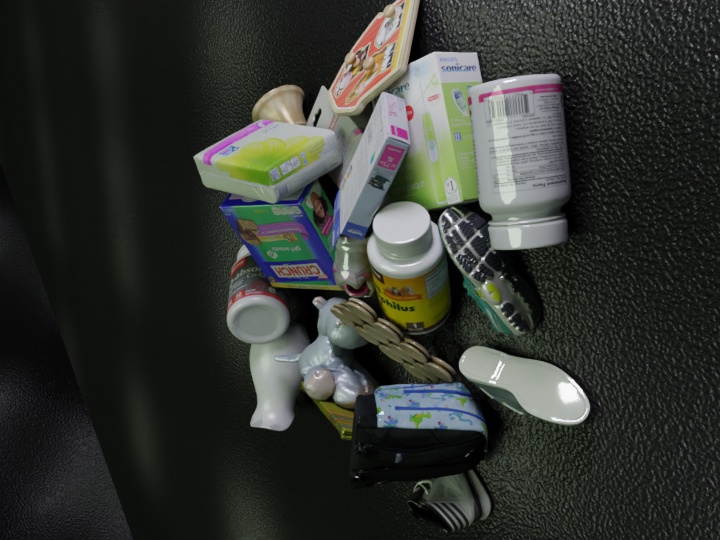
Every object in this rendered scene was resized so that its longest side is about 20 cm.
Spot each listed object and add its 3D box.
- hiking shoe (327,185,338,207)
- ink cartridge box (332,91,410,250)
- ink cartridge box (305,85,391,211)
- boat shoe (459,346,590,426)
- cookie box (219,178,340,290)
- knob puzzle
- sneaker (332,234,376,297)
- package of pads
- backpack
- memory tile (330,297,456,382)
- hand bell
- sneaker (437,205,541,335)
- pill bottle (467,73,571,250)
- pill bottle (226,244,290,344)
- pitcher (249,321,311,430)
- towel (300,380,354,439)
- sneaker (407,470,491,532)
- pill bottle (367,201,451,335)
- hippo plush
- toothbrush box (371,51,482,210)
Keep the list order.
[{"bbox_3d":[-0.110,-0.115,1.344,0.200,0.076,0.101,-38,68,47],"label":"hiking shoe"},{"bbox_3d":[0.011,-0.131,1.019,0.119,0.042,0.200,-92,25,-48],"label":"ink cartridge box"},{"bbox_3d":[-0.006,-0.196,1.189,0.200,0.067,0.117,55,138,25],"label":"ink cartridge box"},{"bbox_3d":[0.229,0.163,1.012,0.200,0.073,0.062,21,160,41],"label":"boat shoe"},{"bbox_3d":[-0.114,-0.060,1.252,0.171,0.075,0.200,1,137,32],"label":"cookie box"},{"bbox_3d":[0.005,-0.311,1.080,0.220,0.030,0.220,-41,34,36],"label":"knob puzzle"},{"bbox_3d":[0.000,0.000,1.144,0.081,0.200,0.088,9,84,20],"label":"sneaker"},{"bbox_3d":[-0.146,-0.179,1.181,0.200,0.154,0.068,18,133,42],"label":"package of pads"},{"bbox_3d":[0.089,0.239,1.085,0.154,0.200,0.163,-81,-5,-53],"label":"backpack"},{"bbox_3d":[0.048,0.109,1.136,0.200,0.017,0.153,38,165,-7],"label":"memory tile"},{"bbox_3d":[-0.100,-0.213,1.279,0.200,0.104,0.104,60,140,21],"label":"hand bell"},{"bbox_3d":[0.161,0.007,1.000,0.200,0.077,0.080,58,155,-5],"label":"sneaker"},{"bbox_3d":[0.197,-0.130,0.902,0.113,0.113,0.200,3,103,52],"label":"pill bottle"},{"bbox_3d":[-0.193,0.036,1.410,0.200,0.116,0.116,-99,22,-52],"label":"pill bottle"},{"bbox_3d":[-0.157,0.202,1.476,0.121,0.172,0.200,6,93,7],"label":"pitcher"},{"bbox_3d":[-0.031,0.235,1.225,0.200,0.086,0.018,32,101,62],"label":"towel"},{"bbox_3d":[0.111,0.311,1.148,0.201,0.115,0.076,59,140,24],"label":"sneaker"},{"bbox_3d":[0.070,-0.003,1.052,0.109,0.109,0.200,44,161,36],"label":"pill bottle"},{"bbox_3d":[-0.027,0.134,1.286,0.200,0.159,0.161,32,102,62],"label":"hippo plush"},{"bbox_3d":[0.103,-0.186,1.034,0.146,0.086,0.200,-7,93,53],"label":"toothbrush box"}]
